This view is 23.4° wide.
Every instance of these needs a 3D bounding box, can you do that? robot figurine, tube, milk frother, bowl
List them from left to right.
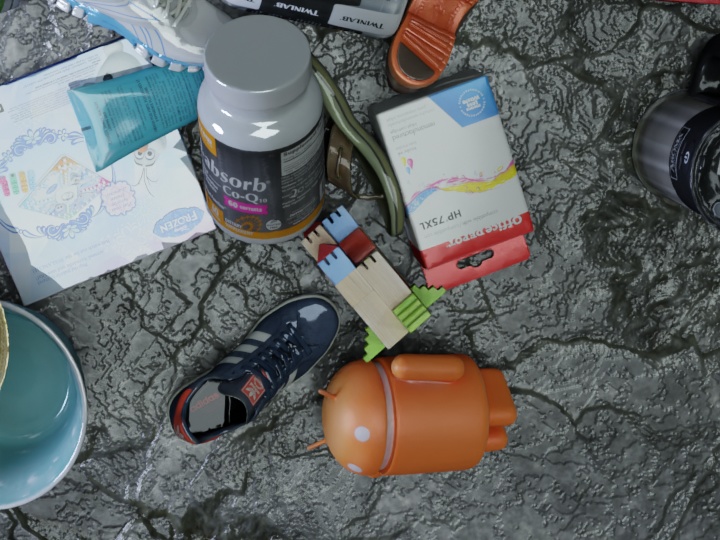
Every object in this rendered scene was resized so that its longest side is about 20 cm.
[{"bbox_3d":[-0.339,0.111,1.622,0.199,0.105,0.203,2,103,7],"label":"bowl"},{"bbox_3d":[-0.168,-0.164,1.599,0.199,0.050,0.078,-25,100,-23],"label":"tube"},{"bbox_3d":[0.048,0.141,1.685,0.198,0.144,0.118,-1,85,-17],"label":"robot figurine"},{"bbox_3d":[0.390,-0.112,1.653,0.199,0.188,0.181,28,97,-13],"label":"milk frother"}]

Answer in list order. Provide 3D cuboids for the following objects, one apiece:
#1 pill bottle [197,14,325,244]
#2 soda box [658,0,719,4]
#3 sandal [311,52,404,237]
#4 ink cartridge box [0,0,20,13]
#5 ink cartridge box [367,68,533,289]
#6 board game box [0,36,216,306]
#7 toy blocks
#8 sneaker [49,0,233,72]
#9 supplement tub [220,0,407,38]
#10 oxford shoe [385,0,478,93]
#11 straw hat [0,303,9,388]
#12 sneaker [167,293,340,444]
[{"bbox_3d":[-0.089,-0.126,1.571,0.115,0.117,0.201,-9,143,-6],"label":"pill bottle"},{"bbox_3d":[0.251,-0.295,1.661,0.198,0.063,0.071,2,101,-9],"label":"soda box"},{"bbox_3d":[-0.019,-0.117,1.652,0.057,0.080,0.202,-33,95,-6],"label":"sandal"},{"bbox_3d":[-0.330,-0.304,1.505,0.083,0.200,0.147,13,99,-8],"label":"ink cartridge box"},{"bbox_3d":[0.093,-0.080,1.678,0.115,0.067,0.201,-20,104,-4],"label":"ink cartridge box"},{"bbox_3d":[-0.263,-0.097,1.636,0.199,0.043,0.200,-21,103,-4],"label":"board game box"},{"bbox_3d":[0.000,0.000,1.627,0.100,0.200,0.137,-40,92,2],"label":"toy blocks"},{"bbox_3d":[-0.197,-0.249,1.564,0.199,0.087,0.075,24,59,2],"label":"sneaker"},{"bbox_3d":[-0.054,-0.289,1.587,0.198,0.123,0.124,9,100,-10],"label":"supplement tub"},{"bbox_3d":[0.075,-0.258,1.645,0.071,0.073,0.201,32,77,-8],"label":"oxford shoe"},{"bbox_3d":[-0.404,0.075,1.526,0.199,0.085,0.203,0,92,-11],"label":"straw hat"},{"bbox_3d":[-0.098,0.102,1.678,0.200,0.085,0.075,-40,104,1],"label":"sneaker"}]
